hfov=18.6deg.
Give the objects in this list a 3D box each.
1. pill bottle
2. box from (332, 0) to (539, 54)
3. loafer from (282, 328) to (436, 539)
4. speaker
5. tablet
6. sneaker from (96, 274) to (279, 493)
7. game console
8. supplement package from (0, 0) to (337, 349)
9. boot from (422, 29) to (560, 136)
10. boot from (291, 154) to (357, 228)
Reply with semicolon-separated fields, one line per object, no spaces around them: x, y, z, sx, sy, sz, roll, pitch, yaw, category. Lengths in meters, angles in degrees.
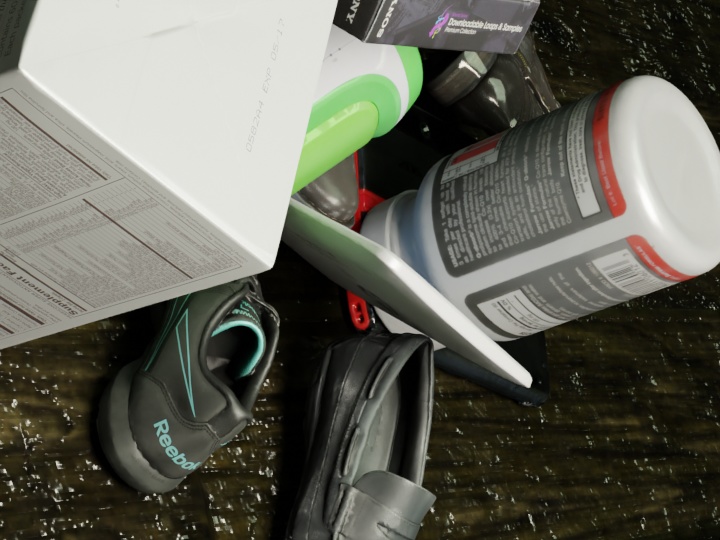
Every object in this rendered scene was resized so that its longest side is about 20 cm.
0.103;-0.026;1.266;0.116;0.199;0.117;29;51;-43;pill bottle
-0.027;-0.165;1.072;0.199;0.036;0.143;33;20;28;box
0.003;0.125;1.159;0.068;0.070;0.202;32;56;-43;loafer
-0.062;-0.068;1.121;0.199;0.088;0.089;-36;100;-28;speaker
0.000;0.000;1.184;0.130;0.014;0.200;41;-6;-36;tablet
-0.071;0.028;1.126;0.075;0.079;0.201;45;35;-28;sneaker
0.049;-0.016;1.394;0.199;0.031;0.178;24;54;-47;game console
-0.141;-0.079;0.955;0.150;0.199;0.153;38;51;-36;supplement package
0.123;-0.092;1.472;0.174;0.069;0.200;47;26;-8;boot
0.011;-0.140;1.261;0.069;0.173;0.202;13;57;-53;boot
